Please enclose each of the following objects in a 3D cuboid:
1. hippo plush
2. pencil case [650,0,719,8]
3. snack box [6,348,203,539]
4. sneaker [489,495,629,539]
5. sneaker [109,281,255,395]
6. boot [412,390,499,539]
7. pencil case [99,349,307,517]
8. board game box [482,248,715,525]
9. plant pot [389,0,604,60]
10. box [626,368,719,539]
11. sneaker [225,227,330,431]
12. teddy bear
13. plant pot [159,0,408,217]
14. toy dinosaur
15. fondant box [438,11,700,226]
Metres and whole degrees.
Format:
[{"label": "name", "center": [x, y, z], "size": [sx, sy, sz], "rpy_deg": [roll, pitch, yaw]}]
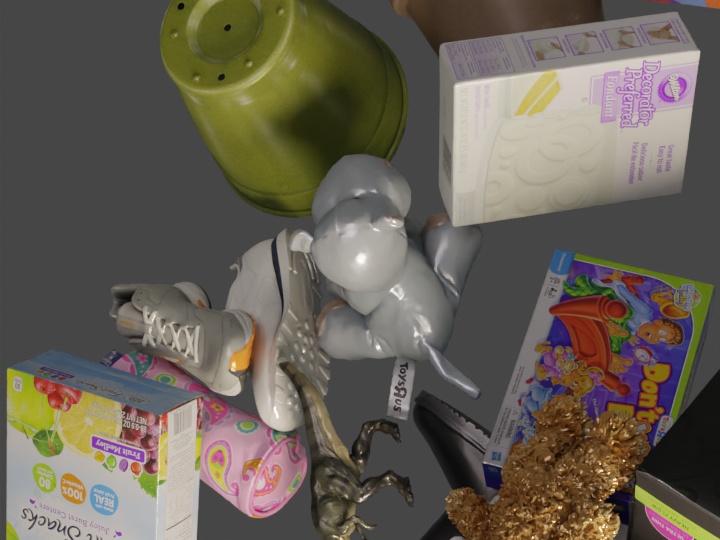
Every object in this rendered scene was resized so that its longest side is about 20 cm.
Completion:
[{"label": "hippo plush", "center": [0.000, 0.000, 1.272], "size": [0.158, 0.161, 0.202], "rpy_deg": [-18, 46, 29]}, {"label": "pencil case", "center": [0.308, -0.268, 1.314], "size": [0.198, 0.088, 0.089], "rpy_deg": [15, 77, 24]}, {"label": "snack box", "center": [-0.221, 0.187, 1.317], "size": [0.167, 0.068, 0.202], "rpy_deg": [13, 109, 28]}, {"label": "sneaker", "center": [0.167, 0.263, 1.148], "size": [0.198, 0.081, 0.148], "rpy_deg": [18, 65, 4]}, {"label": "sneaker", "center": [-0.161, 0.056, 1.337], "size": [0.200, 0.091, 0.077], "rpy_deg": [22, 102, 60]}, {"label": "boot", "center": [0.055, 0.220, 1.254], "size": [0.164, 0.066, 0.201], "rpy_deg": [36, 92, 30]}, {"label": "pencil case", "center": [-0.141, 0.138, 1.348], "size": [0.199, 0.087, 0.088], "rpy_deg": [28, 83, 30]}, {"label": "board game box", "center": [0.190, 0.090, 1.213], "size": [0.133, 0.045, 0.201], "rpy_deg": [13, 61, 17]}, {"label": "plant pot", "center": [0.135, -0.219, 1.323], "size": [0.199, 0.200, 0.176], "rpy_deg": [-23, 81, 13]}, {"label": "box", "center": [0.302, 0.150, 1.096], "size": [0.148, 0.125, 0.200], "rpy_deg": [30, 56, 28]}, {"label": "sneaker", "center": [-0.078, 0.059, 1.349], "size": [0.080, 0.076, 0.201], "rpy_deg": [-21, 45, 22]}, {"label": "teddy bear", "center": [0.123, 0.173, 1.097], "size": [0.200, 0.067, 0.145], "rpy_deg": [-45, 43, -4]}, {"label": "plant pot", "center": [-0.080, -0.175, 1.375], "size": [0.198, 0.193, 0.203], "rpy_deg": [-7, 69, 19]}, {"label": "toy dinosaur", "center": [-0.006, 0.161, 1.239], "size": [0.087, 0.047, 0.202], "rpy_deg": [-12, 75, 2]}, {"label": "fondant box", "center": [0.164, -0.120, 1.242], "size": [0.198, 0.145, 0.059], "rpy_deg": [-9, 43, -7]}]
